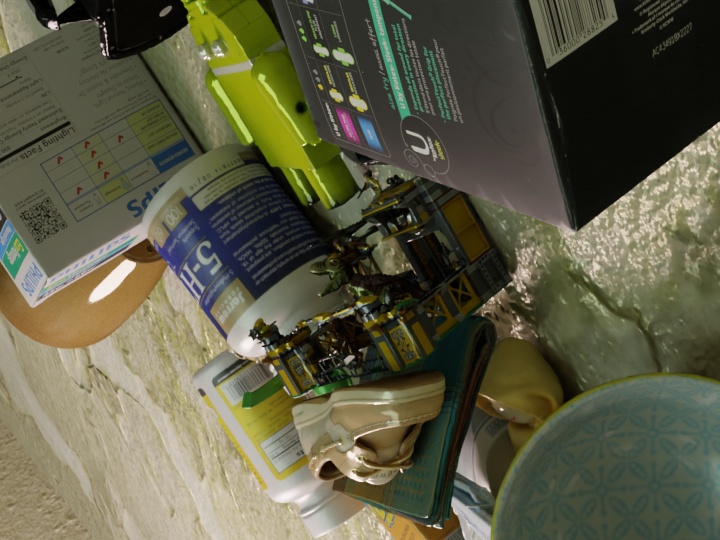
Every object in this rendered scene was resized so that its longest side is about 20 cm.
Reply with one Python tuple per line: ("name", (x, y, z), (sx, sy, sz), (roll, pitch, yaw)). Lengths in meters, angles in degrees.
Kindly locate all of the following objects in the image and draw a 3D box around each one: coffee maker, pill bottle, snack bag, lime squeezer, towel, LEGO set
("coffee maker", (-0.206, -0.297, 1.024), (0.200, 0.134, 0.193), (46, 131, 20))
("pill bottle", (-0.068, 0.156, 1.319), (0.201, 0.111, 0.111), (57, 156, 1))
("snack bag", (0.136, 0.220, 0.943), (0.189, 0.021, 0.200), (48, 172, -14))
("lime squeezer", (-0.030, 0.097, 1.059), (0.200, 0.037, 0.071), (37, -143, -56))
("towel", (0.035, 0.105, 0.989), (0.022, 0.148, 0.200), (18, 171, -18))
("LEGO set", (0.000, 0.000, 0.951), (0.116, 0.153, 0.200), (59, 153, -7))
("pill bottle", (-0.084, 0.003, 1.147), (0.200, 0.119, 0.120), (51, 156, 12))

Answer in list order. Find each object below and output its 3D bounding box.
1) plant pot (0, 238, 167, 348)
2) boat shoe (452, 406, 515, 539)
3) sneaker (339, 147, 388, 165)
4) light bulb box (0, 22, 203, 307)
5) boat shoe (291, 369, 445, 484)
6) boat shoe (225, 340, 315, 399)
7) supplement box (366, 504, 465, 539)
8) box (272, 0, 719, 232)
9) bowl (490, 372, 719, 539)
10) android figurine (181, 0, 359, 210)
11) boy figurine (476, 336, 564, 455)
("plant pot", (-0.281, -0.026, 1.444), (0.199, 0.186, 0.187), (-22, 102, 52))
("boat shoe", (0.106, 0.173, 1.078), (0.072, 0.070, 0.202), (47, 152, 44))
("sneaker", (0.014, -0.106, 0.874), (0.076, 0.079, 0.200), (55, 158, -2))
("light bulb box", (-0.279, -0.107, 1.281), (0.201, 0.198, 0.125), (57, 156, 1))
("boat shoe", (0.010, 0.113, 0.930), (0.200, 0.073, 0.070), (149, 111, -68))
("boat shoe", (-0.090, 0.049, 1.245), (0.201, 0.074, 0.076), (56, -168, 14))
("supplement box", (0.052, 0.209, 1.214), (0.200, 0.069, 0.067), (49, 153, 22))
("box", (0.070, -0.129, 0.650), (0.199, 0.148, 0.125), (26, 143, 50))
("bowl", (0.173, 0.159, 0.805), (0.201, 0.199, 0.108), (55, 180, 2))
("android figurine", (-0.075, -0.136, 1.020), (0.201, 0.041, 0.182), (57, 167, -17))
("boy figurine", (0.146, 0.140, 0.953), (0.201, 0.064, 0.124), (60, 159, -15))
